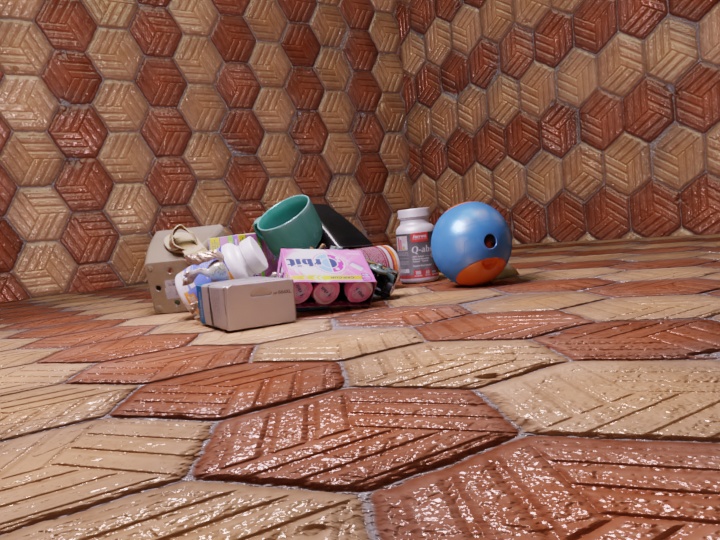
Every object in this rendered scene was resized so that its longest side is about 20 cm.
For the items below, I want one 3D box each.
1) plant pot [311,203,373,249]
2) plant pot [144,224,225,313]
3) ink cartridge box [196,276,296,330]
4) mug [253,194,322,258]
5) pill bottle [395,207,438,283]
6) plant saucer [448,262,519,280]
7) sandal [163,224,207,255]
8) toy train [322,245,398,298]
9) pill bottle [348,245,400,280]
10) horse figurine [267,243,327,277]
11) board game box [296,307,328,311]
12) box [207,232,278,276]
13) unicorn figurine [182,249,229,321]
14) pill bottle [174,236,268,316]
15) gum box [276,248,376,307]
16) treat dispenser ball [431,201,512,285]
[{"bbox_3d":[-0.118,-0.073,1.835,0.199,0.179,0.198,-42,-14,24],"label":"plant pot"},{"bbox_3d":[-0.459,0.010,1.750,0.194,0.205,0.178,-5,18,7],"label":"plant pot"},{"bbox_3d":[-0.229,0.062,1.324,0.143,0.087,0.199,-7,4,-27],"label":"ink cartridge box"},{"bbox_3d":[-0.176,-0.103,1.692,0.150,0.116,0.185,-34,28,-11],"label":"mug"},{"bbox_3d":[0.158,-0.071,1.890,0.112,0.206,0.116,-6,3,0],"label":"pill bottle"},{"bbox_3d":[0.336,0.000,1.840,0.194,0.037,0.200,-6,4,0],"label":"plant saucer"},{"bbox_3d":[-0.433,-0.079,1.650,0.077,0.071,0.210,-29,39,-25],"label":"sandal"},{"bbox_3d":[-0.003,0.003,1.555,0.196,0.087,0.114,24,12,15],"label":"toy train"},{"bbox_3d":[0.000,0.000,1.726,0.196,0.116,0.112,-8,4,-39],"label":"pill bottle"},{"bbox_3d":[-0.136,-0.010,1.617,0.132,0.050,0.199,-44,-9,25],"label":"horse figurine"},{"bbox_3d":[-0.134,0.059,1.541,0.147,0.048,0.200,-5,4,6],"label":"board game box"},{"bbox_3d":[-0.300,-0.006,1.770,0.094,0.181,0.199,-6,3,22],"label":"box"},{"bbox_3d":[-0.304,0.049,1.434,0.135,0.204,0.074,-21,37,-23],"label":"unicorn figurine"},{"bbox_3d":[-0.314,0.010,1.529,0.197,0.114,0.112,-31,1,5],"label":"pill bottle"},{"bbox_3d":[-0.078,0.015,1.402,0.195,0.067,0.114,0,36,-21],"label":"gum box"},{"bbox_3d":[0.270,-0.065,1.628,0.195,0.207,0.201,-5,3,0],"label":"treat dispenser ball"}]
